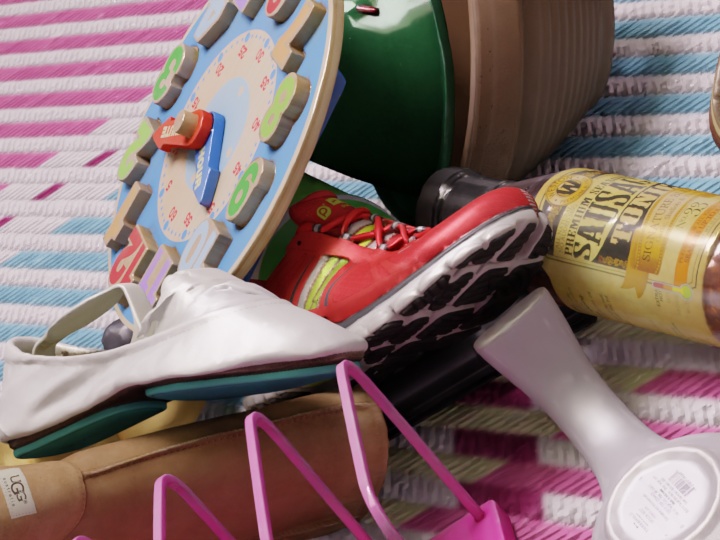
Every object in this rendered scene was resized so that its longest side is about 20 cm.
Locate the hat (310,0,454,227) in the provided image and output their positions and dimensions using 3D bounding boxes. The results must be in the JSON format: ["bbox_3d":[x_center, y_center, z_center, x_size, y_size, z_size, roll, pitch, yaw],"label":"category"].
[{"bbox_3d":[-0.065,-0.100,1.441,0.176,0.166,0.200,-7,25,-15],"label":"hat"}]

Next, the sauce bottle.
[{"bbox_3d":[0.106,-0.010,1.265,0.200,0.066,0.066,12,55,43],"label":"sauce bottle"}]

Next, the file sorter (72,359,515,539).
[{"bbox_3d":[-0.045,0.151,1.180,0.200,0.125,0.139,-34,26,11],"label":"file sorter"}]

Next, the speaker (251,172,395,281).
[{"bbox_3d":[-0.039,-0.011,1.463,0.088,0.088,0.200,-43,22,-7],"label":"speaker"}]

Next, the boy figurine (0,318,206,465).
[{"bbox_3d":[-0.128,0.074,1.422,0.124,0.064,0.200,-29,6,24],"label":"boy figurine"}]

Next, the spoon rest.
[{"bbox_3d":[0.115,0.082,1.172,0.099,0.061,0.200,-40,39,3],"label":"spoon rest"}]

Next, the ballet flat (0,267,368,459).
[{"bbox_3d":[-0.086,0.033,1.263,0.200,0.069,0.069,-17,34,36],"label":"ballet flat"}]

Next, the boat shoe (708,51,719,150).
[{"bbox_3d":[0.215,-0.126,1.354,0.200,0.072,0.068,-62,-1,-24],"label":"boat shoe"}]

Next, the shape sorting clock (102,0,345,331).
[{"bbox_3d":[-0.067,-0.063,1.347,0.200,0.039,0.200,-45,35,45],"label":"shape sorting clock"}]

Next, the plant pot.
[{"bbox_3d":[0.068,-0.128,1.456,0.093,0.201,0.201,-6,22,-14],"label":"plant pot"}]

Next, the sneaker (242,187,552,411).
[{"bbox_3d":[0.000,0.000,1.282,0.077,0.085,0.200,-6,-17,-44],"label":"sneaker"}]

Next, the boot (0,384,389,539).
[{"bbox_3d":[-0.101,0.123,1.302,0.200,0.066,0.175,-11,-23,-23],"label":"boot"}]

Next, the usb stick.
[{"bbox_3d":[0.025,0.049,1.356,0.200,0.033,0.055,-31,36,17],"label":"usb stick"}]
